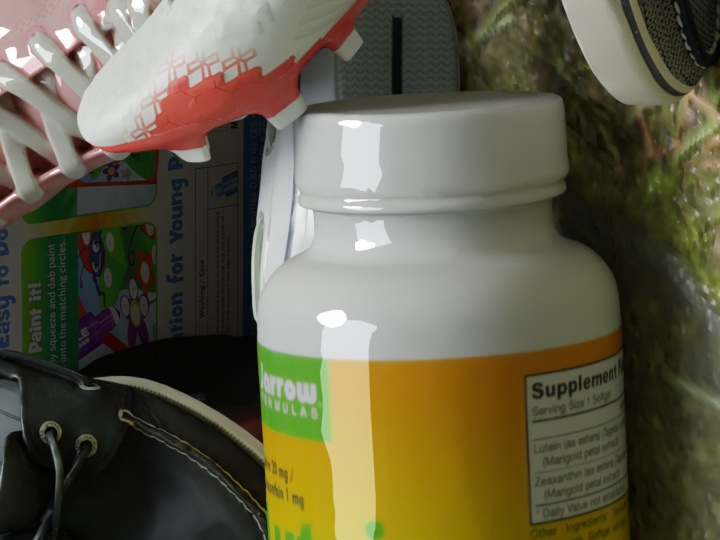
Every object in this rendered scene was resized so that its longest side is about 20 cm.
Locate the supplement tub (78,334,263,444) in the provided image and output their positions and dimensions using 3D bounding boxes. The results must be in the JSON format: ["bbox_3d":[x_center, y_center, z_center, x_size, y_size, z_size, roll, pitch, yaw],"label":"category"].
[{"bbox_3d":[-0.052,0.132,0.984,0.107,0.106,0.202,25,122,57],"label":"supplement tub"}]

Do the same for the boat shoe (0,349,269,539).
[{"bbox_3d":[-0.113,0.061,0.872,0.198,0.066,0.075,27,109,9],"label":"boat shoe"}]

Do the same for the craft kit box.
[{"bbox_3d":[-0.121,0.012,0.993,0.048,0.197,0.202,15,109,46],"label":"craft kit box"}]

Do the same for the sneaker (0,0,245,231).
[{"bbox_3d":[-0.093,-0.064,0.883,0.076,0.200,0.105,55,171,-26],"label":"sneaker"}]

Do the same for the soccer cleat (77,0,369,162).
[{"bbox_3d":[-0.012,-0.110,0.792,0.199,0.085,0.069,-34,30,13],"label":"soccer cleat"}]

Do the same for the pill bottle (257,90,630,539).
[{"bbox_3d":[0.025,0.050,0.828,0.111,0.110,0.202,10,104,60],"label":"pill bottle"}]

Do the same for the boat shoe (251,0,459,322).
[{"bbox_3d":[0.000,0.000,0.916,0.067,0.073,0.202,-1,83,64],"label":"boat shoe"}]

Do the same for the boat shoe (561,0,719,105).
[{"bbox_3d":[0.093,-0.128,0.707,0.075,0.092,0.201,-70,-29,-44],"label":"boat shoe"}]
